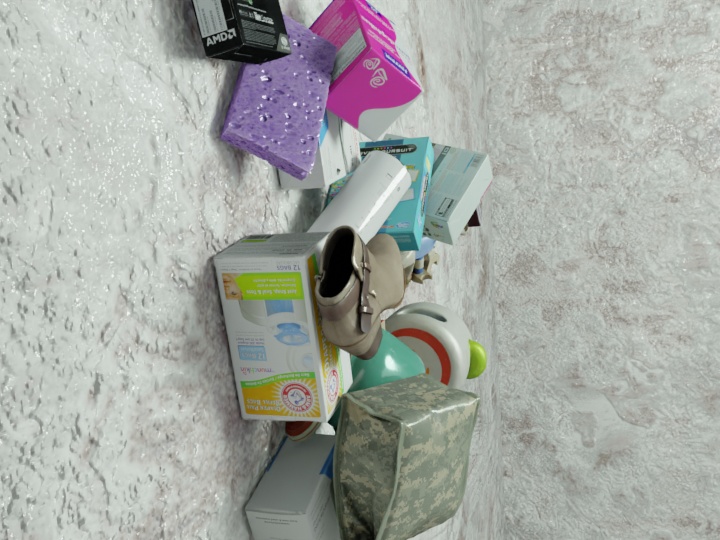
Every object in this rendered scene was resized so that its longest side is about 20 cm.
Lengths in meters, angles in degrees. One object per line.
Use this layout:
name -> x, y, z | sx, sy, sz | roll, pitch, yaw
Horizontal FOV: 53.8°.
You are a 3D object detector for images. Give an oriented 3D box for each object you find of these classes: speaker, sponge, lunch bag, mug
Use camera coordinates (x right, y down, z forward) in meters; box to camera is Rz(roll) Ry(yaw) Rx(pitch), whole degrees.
speaker -> -0.010, -0.074, 1.003 | 0.200, 0.081, 0.081 | -55, 145, -25
sponge -> -0.094, -0.216, 0.853 | 0.111, 0.030, 0.200 | 23, 60, -26
lunch bag -> 0.051, 0.245, 0.876 | 0.164, 0.117, 0.200 | -5, 107, -47
mug -> -0.007, 0.164, 0.989 | 0.114, 0.152, 0.185 | 40, 55, -29

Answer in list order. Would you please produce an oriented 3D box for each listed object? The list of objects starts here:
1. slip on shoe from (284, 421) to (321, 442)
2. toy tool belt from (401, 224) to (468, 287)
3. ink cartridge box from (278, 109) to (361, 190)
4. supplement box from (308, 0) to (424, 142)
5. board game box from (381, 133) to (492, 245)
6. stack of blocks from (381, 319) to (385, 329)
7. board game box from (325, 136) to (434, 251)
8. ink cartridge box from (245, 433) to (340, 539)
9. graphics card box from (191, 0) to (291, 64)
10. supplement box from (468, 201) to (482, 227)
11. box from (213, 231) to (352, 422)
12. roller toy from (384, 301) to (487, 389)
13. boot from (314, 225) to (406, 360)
slip on shoe -> -0.074, 0.125, 0.939 | 0.061, 0.074, 0.200 | 28, 61, -38
toy tool belt -> 0.084, -0.033, 1.241 | 0.125, 0.200, 0.123 | 50, -32, 35
ink cartridge box -> -0.053, -0.191, 1.008 | 0.200, 0.067, 0.116 | -45, 130, -65
supplement box -> 0.000, -0.287, 0.973 | 0.101, 0.103, 0.200 | 29, 33, -35
board game box -> 0.096, -0.140, 1.178 | 0.148, 0.200, 0.064 | -56, 147, -23
stack of blocks -> -0.003, 0.107, 1.145 | 0.115, 0.058, 0.200 | -30, 117, -69
board game box -> 0.029, -0.119, 1.113 | 0.047, 0.151, 0.200 | 67, 29, -49
ink cartridge box -> -0.063, 0.333, 0.909 | 0.146, 0.086, 0.200 | -58, 141, -59
graphics card box -> -0.139, -0.325, 0.750 | 0.125, 0.051, 0.200 | -36, 112, -69
supplement box -> 0.114, -0.128, 1.289 | 0.109, 0.200, 0.061 | 66, 28, -49
box -> -0.084, 0.065, 0.825 | 0.101, 0.112, 0.200 | -48, 134, -65
roller toy -> 0.104, 0.158, 1.272 | 0.183, 0.200, 0.140 | 52, 21, 3
boot -> 0.000, 0.000, 0.801 | 0.146, 0.070, 0.200 | 65, 26, -50
